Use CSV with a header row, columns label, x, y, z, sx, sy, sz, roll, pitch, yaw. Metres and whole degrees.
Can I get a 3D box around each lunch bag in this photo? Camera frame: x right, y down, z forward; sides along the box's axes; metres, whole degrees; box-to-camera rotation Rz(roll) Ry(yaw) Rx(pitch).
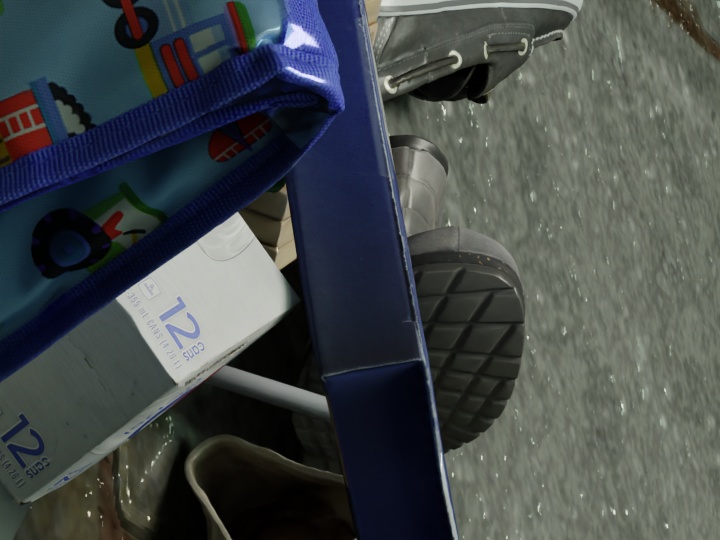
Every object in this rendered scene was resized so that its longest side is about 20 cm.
label,x,y,z,sx,sy,sz,roll,pitch,yaw
lunch bag,-0.093,-0.057,0.583,0.094,0.199,0.151,36,30,-57

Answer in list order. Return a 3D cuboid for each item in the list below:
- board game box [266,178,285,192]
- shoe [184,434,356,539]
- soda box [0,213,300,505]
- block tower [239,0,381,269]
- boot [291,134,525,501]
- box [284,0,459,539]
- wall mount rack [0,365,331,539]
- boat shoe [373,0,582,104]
label,x,y,z,sx,sy,sz,roll,pitch,yaw
board game box,-0.092,-0.106,0.802,0.095,0.030,0.201,-3,62,-49
shoe,-0.011,0.101,0.851,0.054,0.070,0.200,66,-13,-21
soda box,-0.107,-0.047,0.701,0.201,0.068,0.063,54,35,2
block tower,-0.021,-0.103,0.912,0.058,0.054,0.201,-38,145,-63
boot,0.010,0.005,0.949,0.200,0.069,0.132,117,-18,-57
box,0.000,0.000,0.770,0.121,0.032,0.201,79,0,-58
wall mount rack,-0.070,0.038,0.795,0.174,0.074,0.200,49,35,-19
boat shoe,0.032,-0.095,1.119,0.200,0.068,0.057,-9,96,-60
